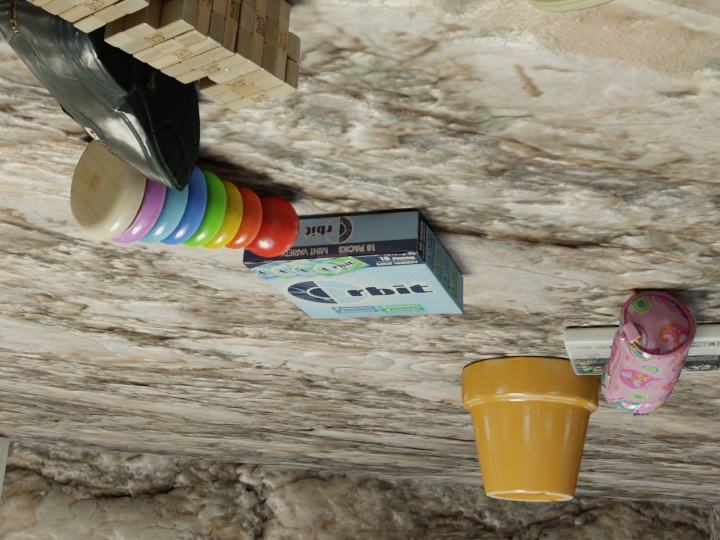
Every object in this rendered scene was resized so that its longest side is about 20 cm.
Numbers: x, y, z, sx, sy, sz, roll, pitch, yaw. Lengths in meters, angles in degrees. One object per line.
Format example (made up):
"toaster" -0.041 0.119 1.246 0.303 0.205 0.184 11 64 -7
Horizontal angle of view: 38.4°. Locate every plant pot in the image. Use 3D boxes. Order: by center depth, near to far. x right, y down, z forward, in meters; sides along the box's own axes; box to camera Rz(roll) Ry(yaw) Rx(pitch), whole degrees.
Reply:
"plant pot" 0.246 0.237 1.504 0.200 0.183 0.200 2 162 1

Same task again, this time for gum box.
"gum box" 0.000 0.000 1.030 0.170 0.045 0.200 -3 162 18

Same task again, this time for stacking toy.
"stacking toy" -0.133 -0.051 0.854 0.085 0.085 0.200 -13 162 41

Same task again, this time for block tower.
"block tower" -0.119 -0.153 0.556 0.058 0.054 0.200 -12 157 36

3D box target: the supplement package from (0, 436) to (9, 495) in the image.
"supplement package" -0.947 0.465 2.382 0.147 0.191 0.200 -8 159 31

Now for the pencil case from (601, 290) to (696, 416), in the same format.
"pencil case" 0.325 0.099 1.186 0.087 0.087 0.200 1 154 6

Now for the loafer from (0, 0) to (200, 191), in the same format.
"loafer" -0.159 -0.117 0.665 0.072 0.073 0.200 7 154 15

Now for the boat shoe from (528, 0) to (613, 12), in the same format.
"boat shoe" 0.131 -0.177 0.428 0.065 0.072 0.200 25 151 -31

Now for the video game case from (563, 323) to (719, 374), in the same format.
"video game case" 0.370 0.103 1.335 0.200 0.023 0.182 -3 161 15
